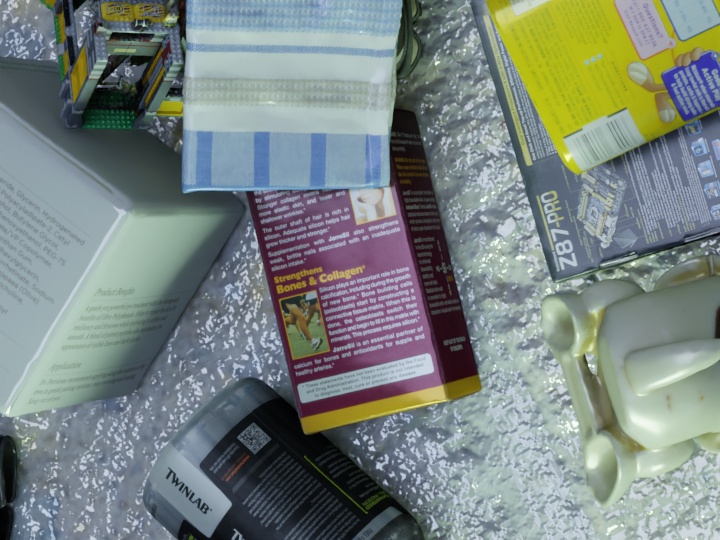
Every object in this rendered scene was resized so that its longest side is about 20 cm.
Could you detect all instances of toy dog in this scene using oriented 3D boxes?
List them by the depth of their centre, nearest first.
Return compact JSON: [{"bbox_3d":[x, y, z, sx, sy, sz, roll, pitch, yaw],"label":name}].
[{"bbox_3d":[0.234,0.040,1.443,0.198,0.194,0.141,-15,71,-13],"label":"toy dog"}]

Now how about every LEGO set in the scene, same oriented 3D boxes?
[{"bbox_3d":[-0.118,-0.171,1.513,0.198,0.116,0.155,8,65,-17],"label":"LEGO set"}]

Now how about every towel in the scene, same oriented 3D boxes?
[{"bbox_3d":[-0.040,-0.147,1.462,0.146,0.024,0.202,-1,106,-19],"label":"towel"}]

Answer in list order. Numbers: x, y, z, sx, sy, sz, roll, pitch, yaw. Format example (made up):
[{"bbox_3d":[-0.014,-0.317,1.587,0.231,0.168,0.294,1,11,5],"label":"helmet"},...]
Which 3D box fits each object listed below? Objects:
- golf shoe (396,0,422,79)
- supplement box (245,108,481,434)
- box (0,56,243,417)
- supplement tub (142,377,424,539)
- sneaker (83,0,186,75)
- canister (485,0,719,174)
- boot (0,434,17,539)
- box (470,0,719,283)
[{"bbox_3d":[-0.007,-0.228,1.559,0.077,0.094,0.202,-16,85,21],"label":"golf shoe"},{"bbox_3d":[0.000,0.000,1.568,0.110,0.086,0.202,-14,88,19],"label":"supplement box"},{"bbox_3d":[-0.228,-0.029,1.589,0.200,0.199,0.172,37,103,15],"label":"box"},{"bbox_3d":[-0.042,0.179,1.572,0.200,0.122,0.123,41,104,14],"label":"supplement tub"},{"bbox_3d":[-0.134,-0.170,1.633,0.200,0.077,0.089,43,142,5],"label":"sneaker"},{"bbox_3d":[0.193,-0.164,1.432,0.199,0.087,0.149,-25,104,14],"label":"canister"},{"bbox_3d":[-0.315,0.122,1.705,0.130,0.070,0.202,3,104,17],"label":"boot"},{"bbox_3d":[0.176,-0.109,1.521,0.160,0.049,0.202,-18,86,17],"label":"box"}]
